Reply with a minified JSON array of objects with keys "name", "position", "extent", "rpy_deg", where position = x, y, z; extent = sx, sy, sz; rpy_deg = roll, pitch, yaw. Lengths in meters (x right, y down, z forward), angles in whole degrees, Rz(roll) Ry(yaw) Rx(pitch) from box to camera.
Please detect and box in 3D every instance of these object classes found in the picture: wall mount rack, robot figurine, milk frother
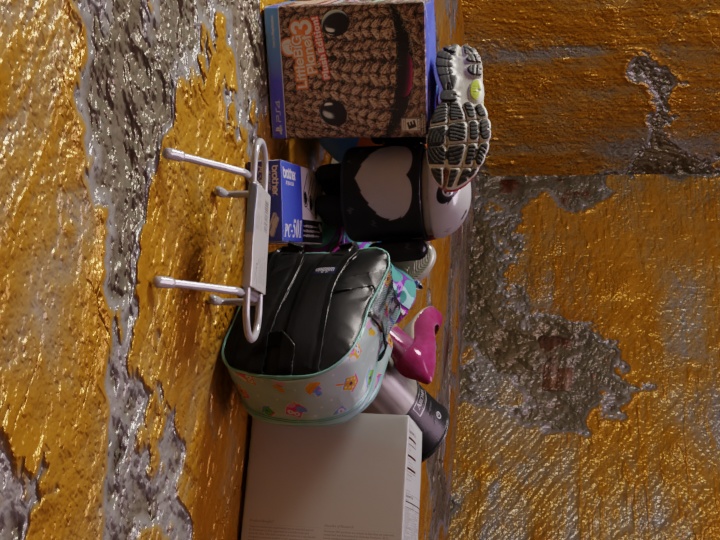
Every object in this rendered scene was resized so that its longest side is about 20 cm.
[{"name":"wall mount rack","position":[-0.135,-0.035,1.018],"extent":[0.174,0.073,0.204],"rpy_deg":[48,43,-79]},{"name":"robot figurine","position":[0.042,-0.100,1.352],"extent":[0.125,0.197,0.153],"rpy_deg":[-66,153,-66]},{"name":"milk frother","position":[-0.001,0.194,1.581],"extent":[0.188,0.199,0.181],"rpy_deg":[47,19,-25]}]

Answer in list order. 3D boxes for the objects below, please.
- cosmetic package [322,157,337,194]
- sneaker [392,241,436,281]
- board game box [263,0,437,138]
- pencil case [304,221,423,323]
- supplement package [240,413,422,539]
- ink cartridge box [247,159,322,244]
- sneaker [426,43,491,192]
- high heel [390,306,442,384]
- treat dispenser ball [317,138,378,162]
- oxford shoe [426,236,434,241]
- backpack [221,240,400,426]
[{"name":"cosmetic package","position":[-0.010,-0.114,1.631],"extent":[0.202,0.070,0.106],"rpy_deg":[-78,163,-46]},{"name":"sneaker","position":[0.040,0.022,1.619],"extent":[0.076,0.199,0.084],"rpy_deg":[59,19,16]},{"name":"board game box","position":[-0.008,-0.251,1.308],"extent":[0.097,0.197,0.162],"rpy_deg":[-55,144,-69]},{"name":"pencil case","position":[0.000,0.000,1.482],"extent":[0.200,0.085,0.093],"rpy_deg":[39,6,-41]},{"name":"supplement package","position":[-0.029,0.277,1.243],"extent":[0.147,0.188,0.203],"rpy_deg":[58,35,-71]},{"name":"ink cartridge box","position":[-0.089,-0.080,1.299],"extent":[0.200,0.043,0.096],"rpy_deg":[-6,95,-79]},{"name":"sneaker","position":[0.123,-0.177,1.292],"extent":[0.085,0.076,0.203],"rpy_deg":[78,18,-62]},{"name":"high heel","position":[0.098,0.110,1.533],"extent":[0.068,0.096,0.200],"rpy_deg":[-49,167,16]},{"name":"treat dispenser ball","position":[0.025,-0.237,1.478],"extent":[0.201,0.197,0.204],"rpy_deg":[0,90,-79]},{"name":"oxford shoe","position":[0.047,-0.095,1.520],"extent":[0.198,0.071,0.075],"rpy_deg":[16,40,-37]},{"name":"backpack","position":[-0.054,0.081,1.161],"extent":[0.201,0.173,0.155],"rpy_deg":[-65,151,-51]}]
